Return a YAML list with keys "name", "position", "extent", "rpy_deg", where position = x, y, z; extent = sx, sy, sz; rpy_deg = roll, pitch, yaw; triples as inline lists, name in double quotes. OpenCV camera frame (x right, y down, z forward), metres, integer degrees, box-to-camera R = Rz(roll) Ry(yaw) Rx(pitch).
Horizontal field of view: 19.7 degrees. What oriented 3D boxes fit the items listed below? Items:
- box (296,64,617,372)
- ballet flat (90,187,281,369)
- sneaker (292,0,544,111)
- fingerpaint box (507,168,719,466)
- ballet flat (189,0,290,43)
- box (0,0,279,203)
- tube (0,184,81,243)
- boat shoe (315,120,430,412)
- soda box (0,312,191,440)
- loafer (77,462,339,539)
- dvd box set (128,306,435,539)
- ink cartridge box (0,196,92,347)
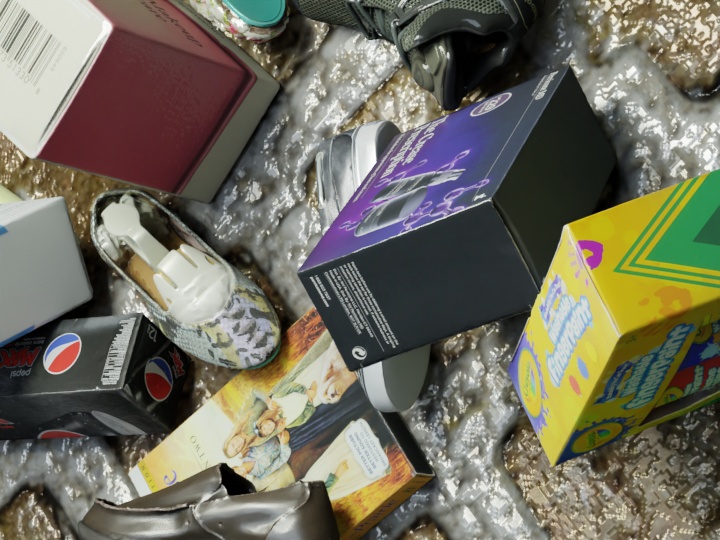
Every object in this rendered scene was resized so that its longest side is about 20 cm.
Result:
- name: "box"
  position: [0.064, -0.035, 1.282]
  extent: [0.140, 0.200, 0.079]
  rpy_deg: [-18, 110, 27]
- name: "ballet flat"
  position: [-0.133, 0.001, 1.463]
  extent: [0.200, 0.072, 0.072]
  rpy_deg: [39, 105, 39]
- name: "sneaker"
  position: [0.026, -0.169, 1.383]
  extent: [0.198, 0.076, 0.115]
  rpy_deg: [6, 58, 29]
- name: "fingerpaint box"
  position: [0.184, 0.021, 1.167]
  extent: [0.166, 0.200, 0.074]
  rpy_deg: [-19, 68, -15]
- name: "ballet flat"
  position: [-0.111, -0.229, 1.510]
  extent: [0.201, 0.075, 0.064]
  rpy_deg: [61, 145, 27]
- name: "box"
  position: [-0.174, -0.138, 1.449]
  extent: [0.128, 0.199, 0.109]
  rpy_deg: [41, 105, 29]
- name: "tube"
  position: [-0.294, -0.044, 1.604]
  extent: [0.199, 0.058, 0.052]
  rpy_deg: [37, 68, 25]
- name: "boat shoe"
  position: [0.000, 0.000, 1.397]
  extent: [0.067, 0.072, 0.202]
  rpy_deg: [-13, 74, 28]
- name: "soda box"
  position: [-0.226, 0.081, 1.522]
  extent: [0.199, 0.071, 0.064]
  rpy_deg: [-5, 55, 32]
- name: "loafer"
  position: [-0.099, 0.167, 1.407]
  extent: [0.198, 0.073, 0.072]
  rpy_deg: [1, 78, 23]
- name: "dvd box set"
  position: [-0.059, 0.141, 1.440]
  extent: [0.200, 0.029, 0.147]
  rpy_deg: [-41, 65, 21]
- name: "ink cartridge box"
  position: [-0.322, 0.011, 1.525]
  extent: [0.199, 0.145, 0.084]
  rpy_deg: [-4, 108, 38]
